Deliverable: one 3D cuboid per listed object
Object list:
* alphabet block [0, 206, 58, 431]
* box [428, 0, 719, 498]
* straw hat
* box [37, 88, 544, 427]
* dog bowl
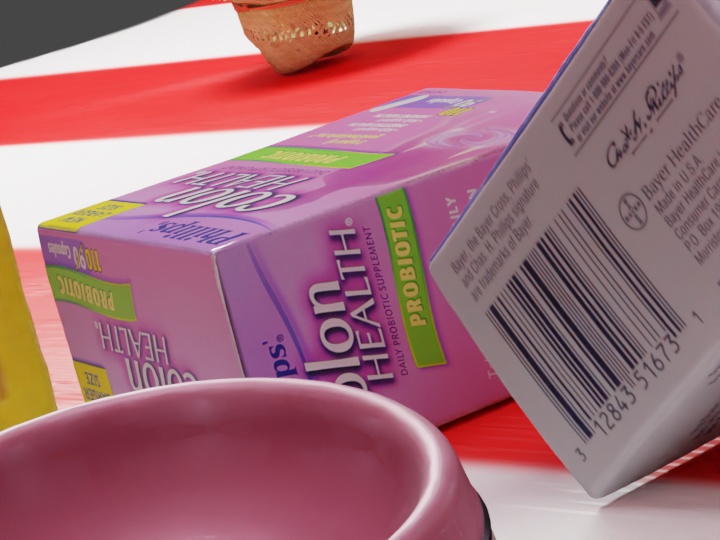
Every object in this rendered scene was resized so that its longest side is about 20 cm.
[{"bbox_3d":[-0.266,0.001,1.192,0.195,0.197,0.200,-20,13,-18],"label":"alphabet block"},{"bbox_3d":[0.152,-0.044,0.901,0.200,0.105,0.184,-23,-21,-36],"label":"box"},{"bbox_3d":[-0.049,-0.195,2.073,0.200,0.085,0.201,-11,17,4],"label":"straw hat"},{"bbox_3d":[0.000,0.000,1.107,0.200,0.097,0.176,-21,14,-25],"label":"box"},{"bbox_3d":[-0.050,0.094,0.729,0.199,0.074,0.200,-9,21,4],"label":"dog bowl"}]
